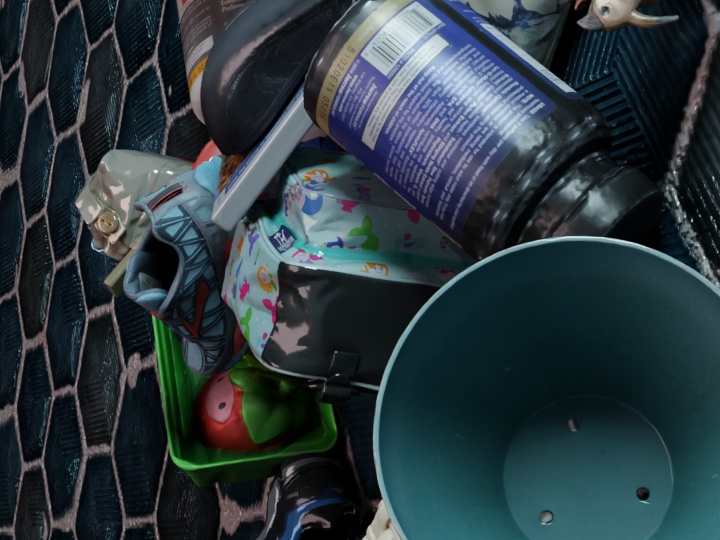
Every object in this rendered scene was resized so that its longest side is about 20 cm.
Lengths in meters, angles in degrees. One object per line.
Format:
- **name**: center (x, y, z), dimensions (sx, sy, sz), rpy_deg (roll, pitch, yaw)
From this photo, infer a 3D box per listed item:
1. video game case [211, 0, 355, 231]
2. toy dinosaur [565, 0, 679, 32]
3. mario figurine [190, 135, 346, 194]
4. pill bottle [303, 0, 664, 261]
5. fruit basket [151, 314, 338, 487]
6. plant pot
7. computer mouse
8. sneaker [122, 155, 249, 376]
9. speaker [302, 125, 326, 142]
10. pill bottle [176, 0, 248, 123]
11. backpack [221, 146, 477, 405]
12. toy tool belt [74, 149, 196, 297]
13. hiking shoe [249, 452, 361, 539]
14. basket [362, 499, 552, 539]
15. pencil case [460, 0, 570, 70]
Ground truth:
- **video game case**: center (-0.049, -0.129, 1.119), dimensions (0.143, 0.018, 0.200), rpy_deg (-50, 19, 26)
- **toy dinosaur**: center (0.180, -0.220, 0.866), dimensions (0.200, 0.086, 0.136), rpy_deg (-52, 50, 26)
- **mario figurine**: center (-0.052, -0.050, 1.250), dimensions (0.200, 0.123, 0.106), rpy_deg (-11, 38, 40)
- **pill bottle**: center (0.072, -0.073, 0.956), dimensions (0.200, 0.112, 0.112), rpy_deg (42, 132, 19)
- **fruit basket**: center (-0.087, 0.057, 1.337), dimensions (0.216, 0.155, 0.216), rpy_deg (173, 90, -80)
- **plant pot**: center (0.115, 0.098, 0.866), dimensions (0.135, 0.200, 0.200), rpy_deg (60, -157, -70)
- **computer mouse**: center (-0.049, -0.164, 1.057), dimensions (0.200, 0.053, 0.139), rpy_deg (-53, 19, 19)
- **sneaker**: center (-0.133, 0.005, 1.213), dimensions (0.079, 0.095, 0.200), rpy_deg (47, 147, 37)
- **speaker**: center (-0.052, -0.106, 1.339), dimensions (0.200, 0.081, 0.081), rpy_deg (131, 135, -52)
- **pill bottle**: center (-0.097, -0.223, 1.406), dimensions (0.116, 0.116, 0.200), rpy_deg (131, 136, -52)
- **backpack**: center (0.000, 0.000, 1.103), dimensions (0.200, 0.177, 0.151), rpy_deg (-149, 68, -70)
- **toy tool belt**: center (-0.178, -0.040, 1.470), dimensions (0.200, 0.125, 0.123), rpy_deg (-8, -69, -78)
- **hiking shoe**: center (-0.055, 0.243, 1.308), dimensions (0.087, 0.074, 0.200), rpy_deg (-124, 44, -53)
- **basket**: center (0.061, 0.223, 1.006), dimensions (0.200, 0.123, 0.136), rpy_deg (-67, 33, 34)
- **pencil case**: center (0.097, -0.164, 1.029), dimensions (0.089, 0.078, 0.200), rpy_deg (35, 123, 30)
